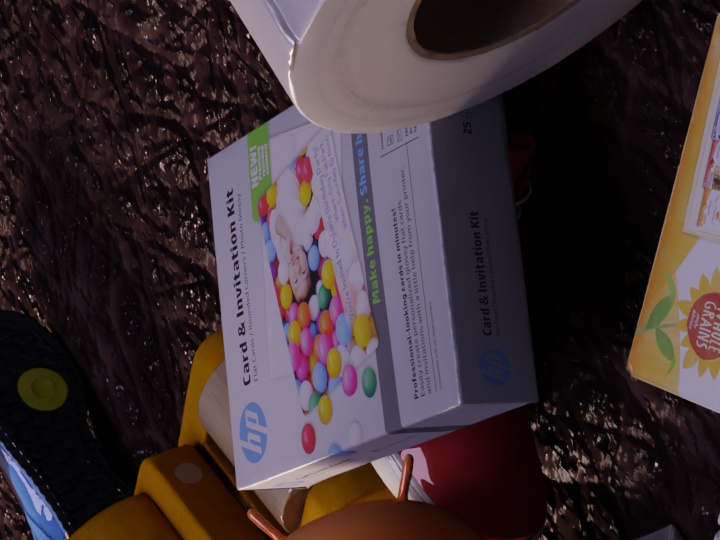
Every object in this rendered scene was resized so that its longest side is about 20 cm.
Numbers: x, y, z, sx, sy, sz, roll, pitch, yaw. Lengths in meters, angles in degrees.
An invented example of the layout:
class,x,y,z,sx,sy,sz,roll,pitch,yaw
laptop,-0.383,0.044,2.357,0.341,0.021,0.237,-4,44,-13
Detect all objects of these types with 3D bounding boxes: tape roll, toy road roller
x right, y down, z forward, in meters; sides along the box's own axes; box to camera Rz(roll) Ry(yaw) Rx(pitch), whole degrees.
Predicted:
class,x,y,z,sx,sy,sz,roll,pitch,yaw
tape roll,0.028,-0.164,1.061,0.139,0.202,0.203,58,145,19
toy road roller,-0.073,0.136,1.418,0.123,0.146,0.200,48,141,32

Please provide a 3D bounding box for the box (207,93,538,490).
class,x,y,z,sx,sy,sz,roll,pitch,yaw
box,0.000,0.000,1.217,0.200,0.041,0.156,-26,67,60

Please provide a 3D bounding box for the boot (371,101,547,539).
class,x,y,z,sx,sy,sz,roll,pitch,yaw
boot,0.049,0.017,1.248,0.144,0.072,0.200,-41,67,54

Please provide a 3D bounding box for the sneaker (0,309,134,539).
class,x,y,z,sx,sy,sz,roll,pitch,yaw
sneaker,-0.177,0.117,1.645,0.200,0.066,0.079,57,149,21

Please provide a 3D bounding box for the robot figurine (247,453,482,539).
class,x,y,z,sx,sy,sz,roll,pitch,yaw
robot figurine,0.021,0.184,1.220,0.144,0.116,0.201,-25,84,61

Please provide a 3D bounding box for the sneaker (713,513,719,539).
class,x,y,z,sx,sy,sz,roll,pitch,yaw
sneaker,0.170,0.107,1.116,0.081,0.076,0.200,57,139,34

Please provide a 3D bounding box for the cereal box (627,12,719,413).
class,x,y,z,sx,sy,sz,roll,pitch,yaw
cereal box,0.187,-0.003,1.009,0.200,0.039,0.144,24,102,50

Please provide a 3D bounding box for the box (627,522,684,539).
class,x,y,z,sx,sy,sz,roll,pitch,yaw
box,0.106,0.214,1.266,0.117,0.060,0.200,58,146,21
